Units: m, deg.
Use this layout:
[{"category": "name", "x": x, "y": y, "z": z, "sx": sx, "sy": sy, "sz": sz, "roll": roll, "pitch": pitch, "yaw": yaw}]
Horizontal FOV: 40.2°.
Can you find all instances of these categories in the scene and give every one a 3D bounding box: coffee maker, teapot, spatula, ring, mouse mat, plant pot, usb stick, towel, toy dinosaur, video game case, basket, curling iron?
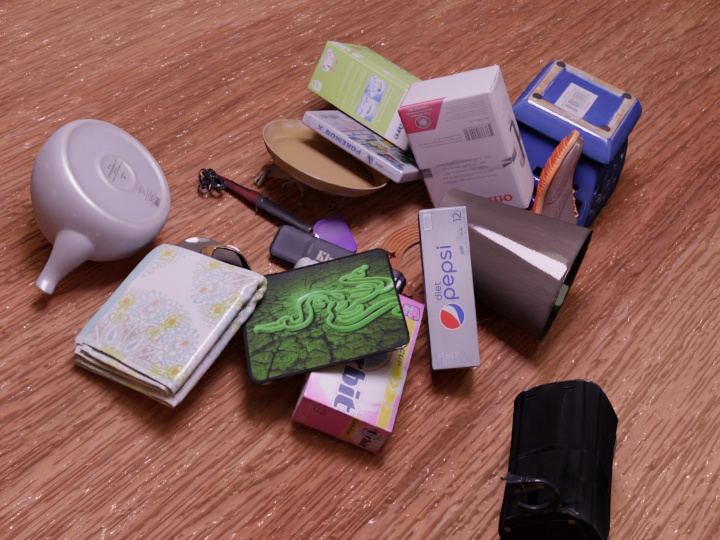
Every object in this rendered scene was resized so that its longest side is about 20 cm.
[{"category": "coffee maker", "x": 0.229, "y": 0.222, "z": 1.106, "sx": 0.132, "sy": 0.195, "sz": 0.202, "roll": 4, "pitch": 42, "yaw": 12}, {"category": "teapot", "x": -0.356, "y": -0.090, "z": 1.291, "sx": 0.199, "sy": 0.145, "sz": 0.200, "roll": -12, "pitch": 69, "yaw": -56}, {"category": "spatula", "x": 0.000, "y": 0.000, "z": 1.376, "sx": 0.056, "sy": 0.021, "sz": 0.201, "roll": -20, "pitch": 56, "yaw": -29}, {"category": "ring", "x": 0.119, "y": -0.001, "z": 1.410, "sx": 0.196, "sy": 0.019, "sz": 0.203, "roll": 8, "pitch": 45, "yaw": -8}, {"category": "mouse mat", "x": -0.048, "y": 0.052, "z": 1.194, "sx": 0.196, "sy": 0.008, "sz": 0.163, "roll": -13, "pitch": 49, "yaw": -2}, {"category": "plant pot", "x": 0.315, "y": -0.198, "z": 1.534, "sx": 0.198, "sy": 0.182, "sz": 0.200, "roll": 30, "pitch": 47, "yaw": 13}, {"category": "usb stick", "x": -0.033, "y": -0.008, "z": 1.350, "sx": 0.197, "sy": 0.033, "sz": 0.056, "roll": 23, "pitch": 65, "yaw": 16}, {"category": "towel", "x": -0.231, "y": 0.061, "z": 1.198, "sx": 0.169, "sy": 0.049, "sz": 0.201, "roll": 19, "pitch": 56, "yaw": 27}, {"category": "plant pot", "x": -0.052, "y": -0.161, "z": 1.437, "sx": 0.196, "sy": 0.028, "sz": 0.201, "roll": 18, "pitch": 28, "yaw": -10}, {"category": "toy dinosaur", "x": -0.056, "y": -0.144, "z": 1.473, "sx": 0.196, "sy": 0.059, "sz": 0.102, "roll": -7, "pitch": 48, "yaw": -21}, {"category": "video game case", "x": 0.028, "y": -0.193, "z": 1.507, "sx": 0.181, "sy": 0.022, "sz": 0.199, "roll": 34, "pitch": 21, "yaw": 17}, {"category": "basket", "x": 0.194, "y": -0.022, "z": 1.347, "sx": 0.197, "sy": 0.137, "sz": 0.181, "roll": 26, "pitch": 56, "yaw": 16}, {"category": "curling iron", "x": -0.154, "y": -0.096, "z": 1.422, "sx": 0.197, "sy": 0.026, "sz": 0.050, "roll": 28, "pitch": 40, "yaw": 13}]

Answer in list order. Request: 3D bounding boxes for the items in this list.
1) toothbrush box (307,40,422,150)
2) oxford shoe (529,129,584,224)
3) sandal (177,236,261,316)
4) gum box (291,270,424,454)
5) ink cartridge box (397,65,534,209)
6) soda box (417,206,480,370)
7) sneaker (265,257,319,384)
[{"category": "toothbrush box", "x": 0.038, "y": -0.278, "z": 1.567, "sx": 0.198, "sy": 0.087, "sz": 0.145, "roll": 33, "pitch": 21, "yaw": 18}, {"category": "oxford shoe", "x": 0.290, "y": -0.105, "z": 1.436, "sx": 0.072, "sy": 0.203, "sz": 0.071, "roll": 21, "pitch": 25, "yaw": 3}, {"category": "sandal", "x": -0.180, "y": 0.001, "z": 1.287, "sx": 0.080, "sy": 0.055, "sz": 0.200, "roll": -15, "pitch": 37, "yaw": -25}, {"category": "gum box", "x": 0.001, "y": 0.106, "z": 1.214, "sx": 0.112, "sy": 0.066, "sz": 0.202, "roll": 22, "pitch": 53, "yaw": -5}, {"category": "ink cartridge box", "x": 0.158, "y": -0.180, "z": 1.433, "sx": 0.143, "sy": 0.202, "sz": 0.085, "roll": -6, "pitch": 35, "yaw": 26}, {"category": "soda box", "x": 0.112, "y": 0.023, "z": 1.265, "sx": 0.062, "sy": 0.068, "sz": 0.205, "roll": -5, "pitch": 89, "yaw": 2}, {"category": "sneaker", "x": -0.081, "y": 0.066, "z": 1.261, "sx": 0.072, "sy": 0.072, "sz": 0.202, "roll": 28, "pitch": 50, "yaw": -4}]
